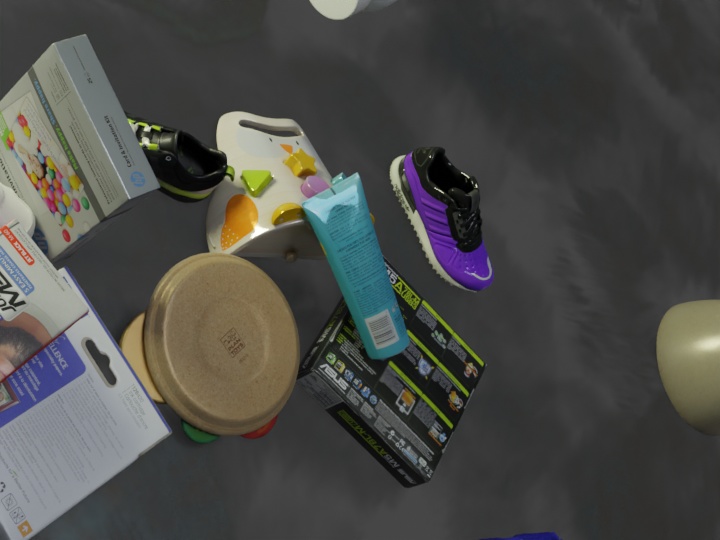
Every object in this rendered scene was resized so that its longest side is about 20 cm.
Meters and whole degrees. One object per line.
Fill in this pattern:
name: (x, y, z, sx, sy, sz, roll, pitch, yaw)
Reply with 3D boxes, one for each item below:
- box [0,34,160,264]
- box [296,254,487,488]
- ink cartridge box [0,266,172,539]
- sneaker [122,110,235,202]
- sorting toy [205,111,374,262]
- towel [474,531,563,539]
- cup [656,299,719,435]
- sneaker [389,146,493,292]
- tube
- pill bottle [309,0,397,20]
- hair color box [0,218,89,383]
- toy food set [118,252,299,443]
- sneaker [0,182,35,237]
box: (-0.282, -0.108, 1.207, 0.041, 0.199, 0.157, -26, 90, -40)
box: (0.040, 0.117, 1.494, 0.200, 0.047, 0.194, 45, 48, -16)
ink cartridge box: (-0.307, 0.127, 1.201, 0.200, 0.047, 0.199, -35, 94, -44)
sneaker: (-0.222, -0.139, 1.349, 0.199, 0.083, 0.072, 22, 59, -32)
sorting toy: (-0.087, -0.102, 1.457, 0.198, 0.107, 0.181, 2, 54, -39)
towel: (0.181, 0.386, 1.502, 0.198, 0.049, 0.149, 5, 69, -39)
cup: (0.549, 0.126, 1.851, 0.199, 0.143, 0.203, 15, 64, -35)
sneaker: (0.119, -0.067, 1.594, 0.069, 0.099, 0.201, -37, 97, -40)
tube: (0.000, 0.000, 1.403, 0.077, 0.050, 0.202, -32, 113, -31)
pill bottle: (0.020, -0.397, 1.633, 0.200, 0.114, 0.115, -38, 98, -42)
hair color box: (-0.351, 0.056, 1.127, 0.111, 0.064, 0.200, 51, 49, -7)
toy food set: (-0.146, 0.082, 1.344, 0.198, 0.048, 0.201, 43, 55, -22)
sneaker: (-0.383, -0.087, 1.182, 0.199, 0.099, 0.079, 33, 55, -26)
